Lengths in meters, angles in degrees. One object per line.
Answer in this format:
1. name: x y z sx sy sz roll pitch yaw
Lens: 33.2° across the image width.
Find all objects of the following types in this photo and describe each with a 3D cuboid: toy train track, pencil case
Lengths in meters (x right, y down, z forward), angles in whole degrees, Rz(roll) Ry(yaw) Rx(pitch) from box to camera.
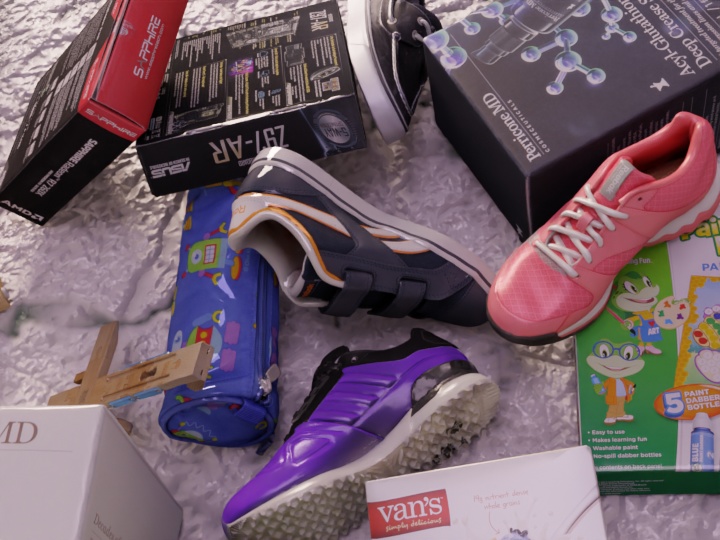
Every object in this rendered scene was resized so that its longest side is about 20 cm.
1. toy train track: -0.152 0.084 0.809 0.199 0.032 0.115 -21 47 47
2. pencil case: -0.092 0.027 0.853 0.086 0.078 0.201 -17 55 29

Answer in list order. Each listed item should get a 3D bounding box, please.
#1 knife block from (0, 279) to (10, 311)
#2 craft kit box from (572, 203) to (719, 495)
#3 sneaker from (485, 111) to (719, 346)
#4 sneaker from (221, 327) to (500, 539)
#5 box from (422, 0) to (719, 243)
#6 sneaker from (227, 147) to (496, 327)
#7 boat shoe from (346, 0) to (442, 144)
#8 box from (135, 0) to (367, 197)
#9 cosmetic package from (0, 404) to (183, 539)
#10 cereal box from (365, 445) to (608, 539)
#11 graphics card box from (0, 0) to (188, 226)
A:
1. knife block: -0.368 0.017 0.921 0.175 0.064 0.201 -26 59 -6
2. craft kit box: 0.241 0.048 0.801 0.199 0.049 0.199 -3 56 9
3. sneaker: 0.156 -0.035 0.791 0.200 0.087 0.074 -39 59 -13
4. sneaker: -0.013 0.106 0.805 0.199 0.070 0.100 -30 52 -12
5. box: 0.169 -0.135 0.884 0.199 0.107 0.149 -29 59 -6
6. sneaker: 0.000 0.000 0.825 0.199 0.078 0.080 28 58 -4
7. boat shoe: 0.032 -0.176 0.939 0.067 0.072 0.201 -17 39 13
8. box: -0.083 -0.137 0.922 0.159 0.044 0.200 -13 32 2
9. cosmetic package: -0.220 0.204 0.722 0.166 0.167 0.201 -1 58 10
10. cereal box: 0.084 0.214 0.712 0.143 0.040 0.201 -11 68 9
11. graphics card box: -0.207 -0.126 0.912 0.200 0.051 0.126 -28 43 48
